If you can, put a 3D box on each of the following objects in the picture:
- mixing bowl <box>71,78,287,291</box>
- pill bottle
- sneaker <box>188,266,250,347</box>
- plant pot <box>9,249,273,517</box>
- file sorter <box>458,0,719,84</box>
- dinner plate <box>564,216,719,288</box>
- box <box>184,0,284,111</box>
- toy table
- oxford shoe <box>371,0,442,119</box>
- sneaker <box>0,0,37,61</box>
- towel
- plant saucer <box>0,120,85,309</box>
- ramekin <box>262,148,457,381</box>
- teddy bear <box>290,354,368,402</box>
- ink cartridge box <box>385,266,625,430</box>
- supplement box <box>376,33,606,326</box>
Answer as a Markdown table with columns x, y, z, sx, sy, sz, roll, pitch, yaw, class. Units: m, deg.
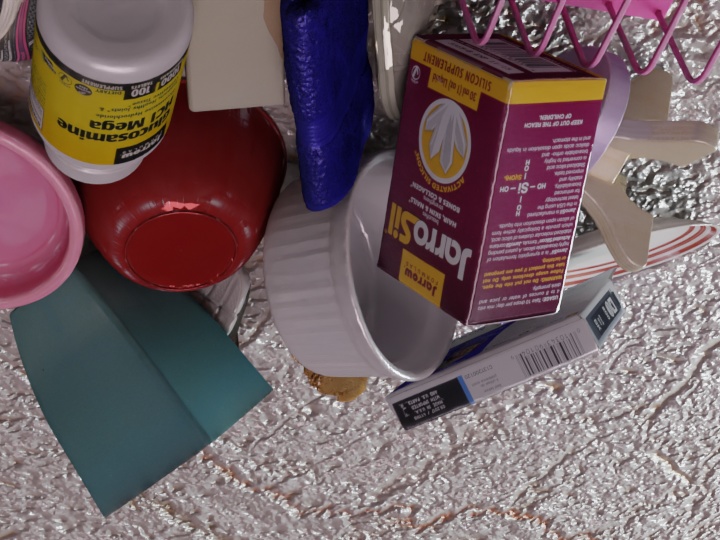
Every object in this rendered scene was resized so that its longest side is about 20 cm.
| x | y | z | sx | sy | sz | roll | pitch | yaw | class |
| --- | --- | --- | --- | --- | --- | --- | --- | --- | --- |
| -0.158 | -0.053 | 1.346 | 0.199 | 0.109 | 0.201 | -5 | 138 | -4 | mixing bowl |
| -0.193 | -0.147 | 1.182 | 0.112 | 0.113 | 0.200 | 2 | 156 | -13 | pill bottle |
| -0.151 | 0.065 | 1.518 | 0.082 | 0.077 | 0.200 | -15 | 143 | -54 | sneaker |
| -0.212 | 0.086 | 1.417 | 0.141 | 0.141 | 0.200 | -36 | 92 | 26 | plant pot |
| 0.185 | -0.235 | 1.196 | 0.199 | 0.126 | 0.139 | 6 | 132 | -17 | file sorter |
| 0.239 | -0.019 | 1.470 | 0.199 | 0.024 | 0.200 | -12 | 168 | -3 | dinner plate |
| -0.100 | -0.226 | 1.183 | 0.077 | 0.095 | 0.200 | -5 | 139 | -7 | box |
| 0.203 | -0.102 | 1.321 | 0.117 | 0.185 | 0.200 | 19 | 171 | -20 | toy table |
| 0.037 | -0.203 | 1.248 | 0.057 | 0.075 | 0.201 | -3 | 132 | -1 | oxford shoe |
| -0.241 | -0.233 | 1.166 | 0.074 | 0.081 | 0.200 | 7 | 144 | -39 | sneaker |
| -0.020 | -0.163 | 1.224 | 0.049 | 0.148 | 0.200 | 3 | 137 | 9 | towel |
| -0.329 | -0.057 | 1.326 | 0.200 | 0.051 | 0.201 | 3 | 130 | 4 | plant saucer |
| 0.000 | 0.000 | 1.367 | 0.097 | 0.201 | 0.201 | -8 | 143 | 31 | ramekin |
| 0.024 | 0.040 | 1.524 | 0.145 | 0.067 | 0.200 | 12 | 127 | -35 | teddy bear |
| 0.142 | 0.070 | 1.435 | 0.198 | 0.200 | 0.044 | -25 | 94 | 22 | ink cartridge box |
| 0.100 | -0.075 | 1.242 | 0.103 | 0.131 | 0.201 | -7 | 115 | -35 | supplement box |
